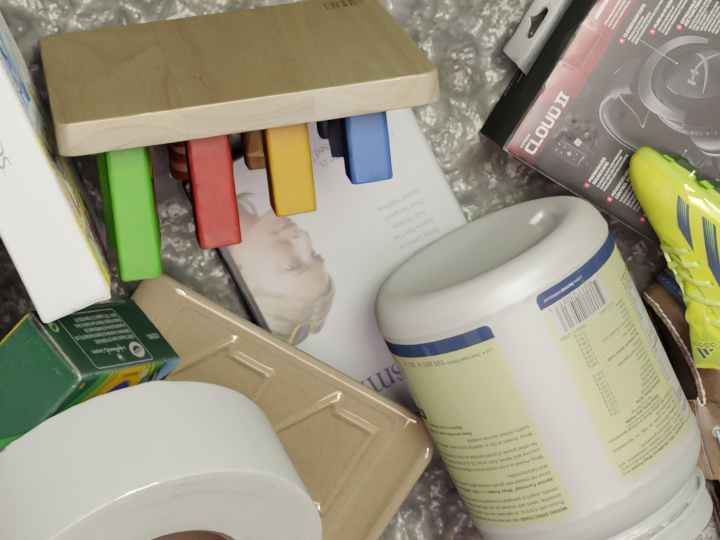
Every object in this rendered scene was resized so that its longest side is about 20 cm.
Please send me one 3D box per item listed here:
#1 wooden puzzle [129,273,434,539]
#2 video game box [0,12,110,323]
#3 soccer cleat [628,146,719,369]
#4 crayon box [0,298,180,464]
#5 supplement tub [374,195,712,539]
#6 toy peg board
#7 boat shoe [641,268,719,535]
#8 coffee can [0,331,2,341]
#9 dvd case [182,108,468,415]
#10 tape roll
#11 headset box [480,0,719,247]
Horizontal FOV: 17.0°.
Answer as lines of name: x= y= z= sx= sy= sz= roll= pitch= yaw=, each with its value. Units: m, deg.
wooden puzzle: x=-0.083 y=0.118 z=1.435 sx=0.200 sy=0.046 sz=0.185 roll=30 pitch=104 yaw=-8
video game box: x=-0.197 y=-0.084 z=1.313 sx=0.047 sy=0.182 sz=0.200 roll=-25 pitch=103 yaw=-4
soccer cleat: x=0.212 y=0.015 z=1.383 sx=0.084 sy=0.065 sz=0.200 roll=-40 pitch=107 yaw=8
crayon box: x=-0.205 y=0.104 z=1.353 sx=0.200 sy=0.126 sz=0.052 roll=-45 pitch=77 yaw=17
supplement tub: x=0.109 y=0.074 z=1.392 sx=0.145 sy=0.145 sz=0.200 roll=-27 pitch=104 yaw=-3
toy peg board: x=-0.069 y=-0.074 z=1.331 sx=0.199 sy=0.200 sz=0.098 roll=-8 pitch=110 yaw=-7
boat shoe: x=0.214 y=0.095 z=1.470 sx=0.072 sy=0.072 sz=0.200 roll=-30 pitch=104 yaw=-1
coffee can: x=-0.310 y=-0.002 z=1.330 sx=0.199 sy=0.146 sz=0.147 roll=-11 pitch=103 yaw=-6
dvd case: x=0.000 y=0.000 z=1.445 sx=0.142 sy=0.018 sz=0.200 roll=-28 pitch=105 yaw=-3
tape roll: x=-0.124 y=0.155 z=1.328 sx=0.202 sy=0.071 sz=0.203 roll=-20 pitch=141 yaw=-17
headset box: x=0.180 y=-0.099 z=1.423 sx=0.200 sy=0.077 sz=0.149 roll=30 pitch=96 yaw=-12
